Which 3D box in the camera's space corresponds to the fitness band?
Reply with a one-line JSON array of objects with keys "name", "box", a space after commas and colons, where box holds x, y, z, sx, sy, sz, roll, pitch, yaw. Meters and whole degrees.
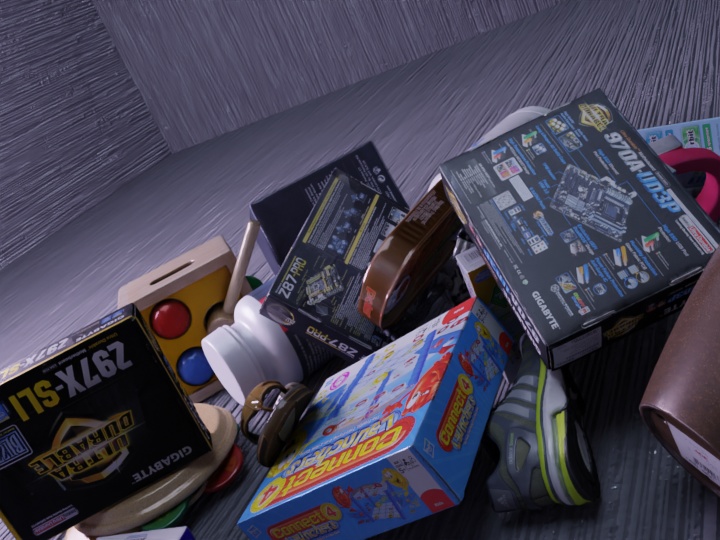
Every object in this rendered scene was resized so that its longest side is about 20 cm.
[{"name": "fitness band", "box": [0.265, -0.049, 0.767, 0.198, 0.144, 0.038, -24, 46, 0]}]

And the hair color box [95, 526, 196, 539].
[{"name": "hair color box", "box": [-0.203, 0.292, 0.598, 0.108, 0.065, 0.200, -16, 24, 28]}]

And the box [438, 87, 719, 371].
[{"name": "box", "box": [0.174, -0.041, 0.640, 0.158, 0.046, 0.201, -26, 55, 0]}]

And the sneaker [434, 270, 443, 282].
[{"name": "sneaker", "box": [0.065, -0.041, 1.080, 0.075, 0.080, 0.200, -26, 18, -1]}]

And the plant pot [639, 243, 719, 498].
[{"name": "plant pot", "box": [0.278, 0.048, 0.491, 0.200, 0.187, 0.187, -44, 22, -5]}]

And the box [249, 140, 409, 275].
[{"name": "box", "box": [-0.053, -0.076, 1.170, 0.199, 0.118, 0.197, -30, -1, -10]}]

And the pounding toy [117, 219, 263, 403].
[{"name": "pounding toy", "box": [-0.189, 0.049, 1.008, 0.198, 0.186, 0.142, -28, 20, -9]}]

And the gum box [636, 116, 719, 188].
[{"name": "gum box", "box": [0.301, -0.115, 0.860, 0.197, 0.045, 0.170, -8, -5, 17]}]

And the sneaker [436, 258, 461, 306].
[{"name": "sneaker", "box": [0.185, -0.006, 0.875, 0.199, 0.078, 0.091, -33, 28, 3]}]

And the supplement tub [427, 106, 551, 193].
[{"name": "supplement tub", "box": [0.190, -0.116, 1.036, 0.131, 0.133, 0.200, -3, 29, 47]}]

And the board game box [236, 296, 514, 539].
[{"name": "board game box", "box": [0.017, 0.132, 0.660, 0.199, 0.056, 0.196, -33, 12, 34]}]

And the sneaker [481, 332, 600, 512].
[{"name": "sneaker", "box": [0.132, 0.112, 0.629, 0.080, 0.074, 0.200, -22, 18, 19]}]

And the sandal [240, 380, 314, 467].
[{"name": "sandal", "box": [-0.084, 0.132, 0.758, 0.082, 0.054, 0.200, -61, 2, -2]}]

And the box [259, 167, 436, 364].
[{"name": "box", "box": [0.000, 0.000, 0.879, 0.049, 0.160, 0.201, -53, 10, 52]}]

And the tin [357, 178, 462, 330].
[{"name": "tin", "box": [0.061, -0.022, 0.820, 0.042, 0.113, 0.200, 27, 49, 19]}]

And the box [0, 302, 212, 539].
[{"name": "box", "box": [-0.264, 0.147, 0.748, 0.198, 0.161, 0.049, -27, 19, -7]}]

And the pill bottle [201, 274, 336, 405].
[{"name": "pill bottle", "box": [-0.079, 0.064, 0.933, 0.199, 0.121, 0.119, -35, 22, -23]}]

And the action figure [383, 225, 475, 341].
[{"name": "action figure", "box": [0.118, 0.012, 0.782, 0.201, 0.119, 0.102, -51, 15, -1]}]

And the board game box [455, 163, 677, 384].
[{"name": "board game box", "box": [0.199, 0.003, 0.715, 0.198, 0.135, 0.034, -26, 31, 0]}]

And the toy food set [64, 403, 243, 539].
[{"name": "toy food set", "box": [-0.211, 0.212, 0.831, 0.196, 0.049, 0.200, -23, 19, 6]}]
